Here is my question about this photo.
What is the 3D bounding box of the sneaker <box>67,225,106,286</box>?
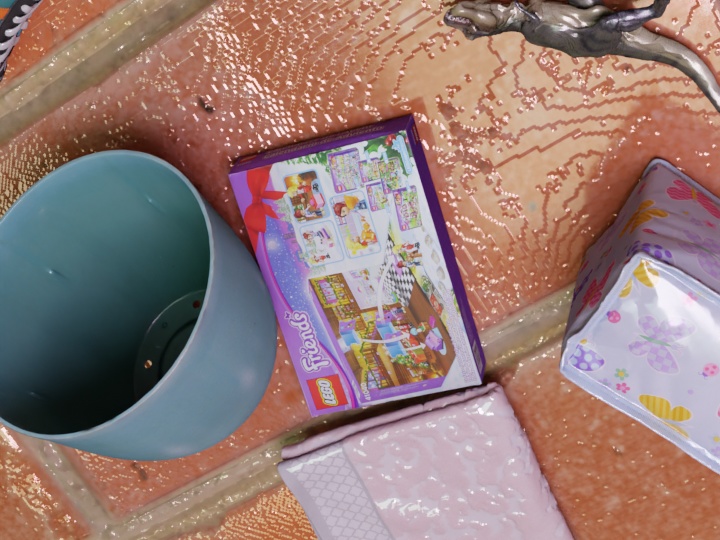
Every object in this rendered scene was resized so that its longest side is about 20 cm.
[{"bbox_3d":[-0.265,0.025,1.103,0.078,0.077,0.200,45,113,-7],"label":"sneaker"}]

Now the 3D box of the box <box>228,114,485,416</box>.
[{"bbox_3d":[0.000,0.000,1.056,0.135,0.039,0.202,-12,111,16],"label":"box"}]

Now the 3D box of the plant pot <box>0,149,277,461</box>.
[{"bbox_3d":[-0.150,0.042,1.019,0.199,0.203,0.161,-17,152,18],"label":"plant pot"}]

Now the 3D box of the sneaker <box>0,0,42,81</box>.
[{"bbox_3d":[-0.260,-0.177,1.021,0.199,0.072,0.080,-27,110,26],"label":"sneaker"}]

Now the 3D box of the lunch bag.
[{"bbox_3d":[0.244,0.039,0.949,0.199,0.170,0.128,34,118,-1],"label":"lunch bag"}]

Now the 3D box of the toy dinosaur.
[{"bbox_3d":[0.157,-0.166,0.944,0.198,0.048,0.089,17,138,3],"label":"toy dinosaur"}]

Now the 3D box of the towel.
[{"bbox_3d":[0.057,0.191,1.116,0.189,0.032,0.201,-17,118,18],"label":"towel"}]
